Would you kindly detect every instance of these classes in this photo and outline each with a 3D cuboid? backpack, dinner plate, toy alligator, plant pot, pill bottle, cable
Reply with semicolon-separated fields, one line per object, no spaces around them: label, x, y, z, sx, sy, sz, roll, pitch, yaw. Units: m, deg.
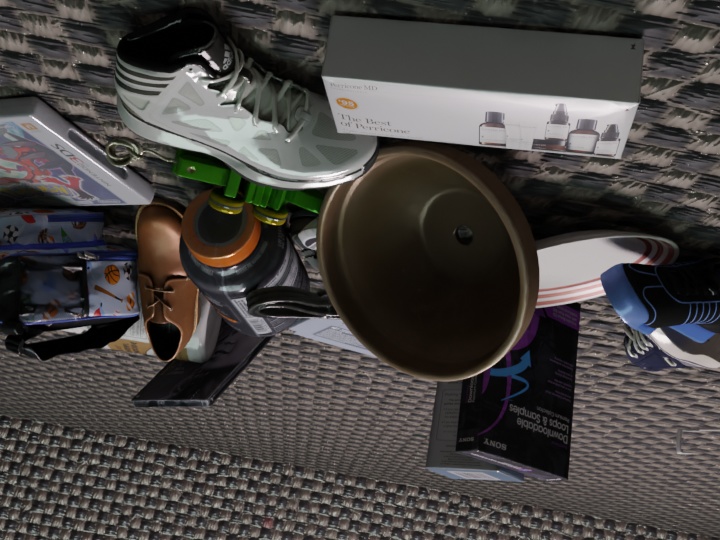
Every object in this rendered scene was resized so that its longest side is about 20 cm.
backpack;-0.335;0.008;1.051;0.199;0.155;0.190;6;179;41
dinner plate;0.195;-0.003;0.922;0.199;0.024;0.200;-6;162;-2
toy alligator;-0.117;-0.087;0.846;0.199;0.060;0.054;14;-159;-14
plant pot;0.067;-0.017;0.827;0.200;0.202;0.093;-5;-163;36
pill bottle;-0.274;0.042;1.200;0.199;0.115;0.114;9;161;3
pill bottle;-0.117;-0.011;0.982;0.106;0.107;0.200;6;160;10
cable;-0.020;0.026;0.978;0.199;0.051;0.097;2;162;-18

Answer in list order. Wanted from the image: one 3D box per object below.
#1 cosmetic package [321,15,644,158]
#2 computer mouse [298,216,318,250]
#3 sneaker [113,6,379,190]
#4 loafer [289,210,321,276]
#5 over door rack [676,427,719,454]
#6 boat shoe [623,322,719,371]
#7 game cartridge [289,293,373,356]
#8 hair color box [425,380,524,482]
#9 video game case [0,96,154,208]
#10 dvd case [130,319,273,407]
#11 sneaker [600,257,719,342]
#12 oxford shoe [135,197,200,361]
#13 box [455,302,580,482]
cosmetic package;0.079;-0.119;0.652;0.199;0.051;0.083;6;160;9
computer mouse;0.039;-0.034;0.942;0.199;0.044;0.110;10;167;-21
sneaker;-0.080;-0.118;0.694;0.199;0.076;0.115;13;163;-3
loafer;0.000;0.000;1.020;0.072;0.063;0.200;-6;156;39
over door rack;0.519;0.179;1.258;0.199;0.067;0.148;-9;164;-10
boat shoe;0.311;0.069;1.046;0.092;0.075;0.200;-16;151;37
game cartridge;0.015;0.078;1.289;0.199;0.042;0.133;18;155;-23
hair color box;0.142;0.135;1.129;0.099;0.201;0.061;-6;155;39
video game case;-0.328;-0.106;0.937;0.199;0.023;0.182;1;159;25
dvd case;-0.180;0.102;1.243;0.148;0.200;0.016;-8;119;42
sneaker;0.298;0.017;0.901;0.199;0.070;0.078;11;139;-45
oxford shoe;-0.206;0.015;1.053;0.071;0.071;0.201;4;129;6
box;0.171;0.110;1.042;0.143;0.201;0.036;22;157;-34
